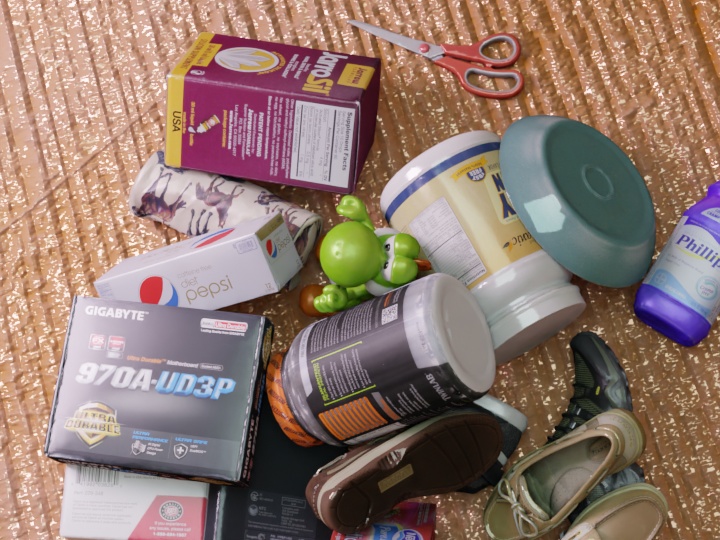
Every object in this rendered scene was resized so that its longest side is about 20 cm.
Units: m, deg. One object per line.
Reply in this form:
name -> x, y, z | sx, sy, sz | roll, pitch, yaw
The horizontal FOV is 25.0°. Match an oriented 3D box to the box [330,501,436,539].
box -> 0.017, 0.291, 1.493 | 0.094, 0.200, 0.101 | 5, 103, 5

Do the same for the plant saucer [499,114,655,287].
plant saucer -> 0.225, -0.079, 1.600 | 0.198, 0.036, 0.202 | 23, 47, -26

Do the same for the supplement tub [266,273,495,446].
supplement tub -> 0.017, 0.090, 1.520 | 0.198, 0.122, 0.124 | -22, 73, 28

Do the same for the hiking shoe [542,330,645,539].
hiking shoe -> 0.217, 0.160, 1.584 | 0.099, 0.076, 0.203 | -9, 76, -1

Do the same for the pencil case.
pencil case -> -0.141, -0.054, 1.665 | 0.198, 0.078, 0.090 | 25, 114, 12

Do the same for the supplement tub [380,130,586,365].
supplement tub -> 0.122, -0.020, 1.603 | 0.143, 0.145, 0.201 | -29, 75, -3

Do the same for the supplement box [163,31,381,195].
supplement box -> -0.088, -0.162, 1.649 | 0.197, 0.131, 0.104 | 9, 118, 6

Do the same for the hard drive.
hard drive -> -0.081, 0.222, 1.577 | 0.138, 0.033, 0.203 | 13, 73, -28

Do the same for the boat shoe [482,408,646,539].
boat shoe -> 0.181, 0.200, 1.531 | 0.200, 0.063, 0.074 | -38, 76, 32

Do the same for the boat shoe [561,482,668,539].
boat shoe -> 0.212, 0.282, 1.531 | 0.074, 0.066, 0.200 | 44, 102, -9

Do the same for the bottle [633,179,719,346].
bottle -> 0.353, -0.025, 1.626 | 0.083, 0.065, 0.201 | 31, 80, 12

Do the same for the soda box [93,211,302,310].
soda box -> -0.162, 0.004, 1.611 | 0.198, 0.068, 0.064 | -15, 105, 26

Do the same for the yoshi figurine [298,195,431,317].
yoshi figurine -> -0.012, -0.009, 1.574 | 0.111, 0.200, 0.113 | -29, 93, -22

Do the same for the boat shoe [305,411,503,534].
boat shoe -> 0.038, 0.178, 1.530 | 0.200, 0.075, 0.076 | -18, 106, -26

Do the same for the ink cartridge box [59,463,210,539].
ink cartridge box -> -0.211, 0.172, 1.610 | 0.145, 0.086, 0.203 | 3, 75, 5

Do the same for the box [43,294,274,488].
box -> -0.190, 0.115, 1.548 | 0.197, 0.046, 0.161 | 6, 76, 13

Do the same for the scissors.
scissors -> 0.078, -0.226, 1.726 | 0.197, 0.014, 0.074 | 7, 78, 5

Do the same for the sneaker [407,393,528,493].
sneaker -> 0.056, 0.151, 1.600 | 0.198, 0.073, 0.113 | 26, 78, 9
